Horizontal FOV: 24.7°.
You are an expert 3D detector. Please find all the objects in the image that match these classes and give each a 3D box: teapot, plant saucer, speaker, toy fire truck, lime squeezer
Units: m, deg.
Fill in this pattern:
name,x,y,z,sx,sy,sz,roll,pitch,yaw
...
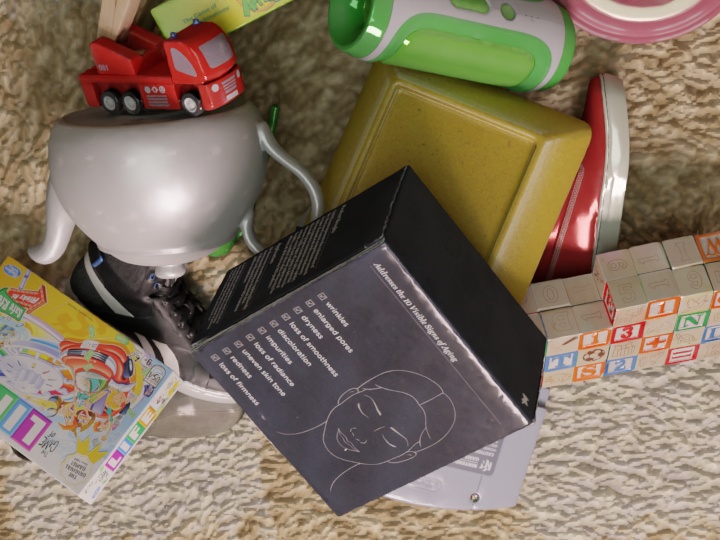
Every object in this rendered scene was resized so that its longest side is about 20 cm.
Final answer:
name,x,y,z,sx,sy,sz,roll,pitch,yaw
teapot,-0.162,-0.065,1.389,0.197,0.200,0.146,-14,106,-30
plant saucer,0.235,-0.286,1.365,0.200,0.051,0.201,1,108,4
plant saucer,0.066,-0.070,1.376,0.200,0.048,0.200,23,88,11
speaker,0.077,-0.199,1.347,0.200,0.088,0.089,7,112,-31
toy fire truck,-0.193,-0.200,1.335,0.200,0.049,0.141,6,122,36
lime squeezer,-0.124,-0.059,1.488,0.200,0.038,0.071,-42,69,17

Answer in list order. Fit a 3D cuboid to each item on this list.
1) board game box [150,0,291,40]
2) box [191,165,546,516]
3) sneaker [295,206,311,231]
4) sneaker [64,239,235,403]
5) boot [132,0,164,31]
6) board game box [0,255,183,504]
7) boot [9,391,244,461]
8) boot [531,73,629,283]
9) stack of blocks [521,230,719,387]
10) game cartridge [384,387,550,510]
name,x,y,z,sx,sy,sz,roll,pitch,yaw
board game box,-0.070,-0.250,1.377,0.200,0.102,0.048,-25,103,13
box,0.010,0.060,1.312,0.196,0.124,0.200,-28,113,28
sneaker,0.000,0.000,1.472,0.199,0.079,0.130,-43,117,0
sneaker,-0.165,0.034,1.480,0.200,0.073,0.112,32,130,-4
boot,-0.222,-0.293,1.402,0.144,0.071,0.202,24,106,3
board game box,-0.274,0.094,1.448,0.200,0.034,0.135,32,78,20
boot,-0.210,0.145,1.506,0.199,0.131,0.068,-1,109,6
boot,0.158,-0.077,1.432,0.144,0.072,0.200,6,112,5
stack of blocks,0.220,0.037,1.417,0.200,0.059,0.115,-11,147,-4
game cartridge,0.058,0.141,1.463,0.200,0.040,0.134,15,95,-13
